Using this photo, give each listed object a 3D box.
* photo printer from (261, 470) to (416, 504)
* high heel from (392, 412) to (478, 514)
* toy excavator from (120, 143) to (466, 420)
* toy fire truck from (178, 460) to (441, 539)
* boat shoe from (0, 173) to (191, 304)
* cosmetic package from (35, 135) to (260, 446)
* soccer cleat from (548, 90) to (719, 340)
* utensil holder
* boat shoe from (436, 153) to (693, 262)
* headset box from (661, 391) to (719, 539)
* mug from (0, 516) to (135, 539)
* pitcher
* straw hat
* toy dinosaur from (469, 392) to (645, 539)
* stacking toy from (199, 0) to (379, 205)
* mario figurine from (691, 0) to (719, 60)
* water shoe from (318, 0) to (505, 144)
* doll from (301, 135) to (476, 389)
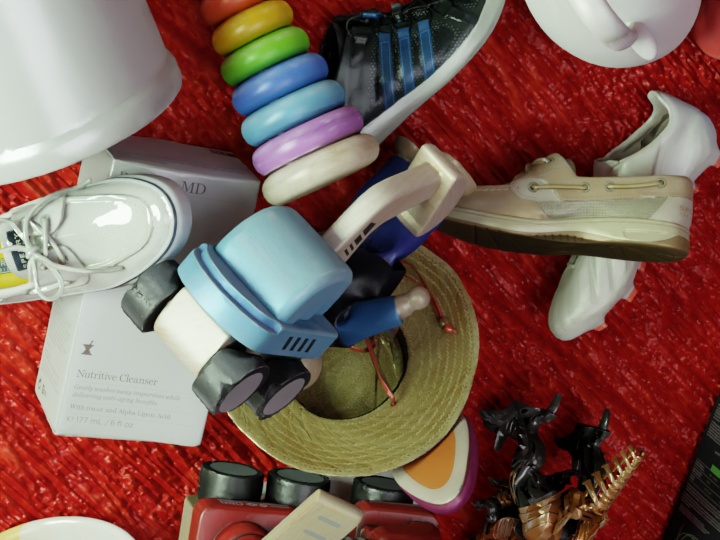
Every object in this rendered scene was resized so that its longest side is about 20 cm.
[{"bbox_3d":[-0.026,0.242,1.746,0.166,0.069,0.201,-14,114,-15],"label":"photo printer"},{"bbox_3d":[0.065,0.147,1.673,0.067,0.200,0.096,-36,112,-1],"label":"high heel"},{"bbox_3d":[-0.030,-0.005,1.528,0.200,0.100,0.194,-46,161,13],"label":"toy excavator"},{"bbox_3d":[-0.021,0.190,1.584,0.175,0.200,0.129,8,99,-16],"label":"toy fire truck"},{"bbox_3d":[-0.209,-0.017,1.513,0.086,0.201,0.075,-12,91,-59],"label":"boat shoe"},{"bbox_3d":[-0.149,0.012,1.607,0.112,0.081,0.201,6,108,-21],"label":"cosmetic package"},{"bbox_3d":[0.190,-0.042,1.728,0.077,0.069,0.200,36,87,-23],"label":"soccer cleat"},{"bbox_3d":[-0.225,-0.180,1.461,0.169,0.170,0.201,-25,113,-10],"label":"utensil holder"},{"bbox_3d":[0.141,-0.049,1.678,0.199,0.072,0.065,5,79,13],"label":"boat shoe"},{"bbox_3d":[0.355,0.185,1.857,0.174,0.093,0.201,14,103,-25],"label":"headset box"},{"bbox_3d":[-0.225,0.277,1.668,0.149,0.186,0.154,-42,134,-38],"label":"mug"},{"bbox_3d":[0.166,-0.196,1.577,0.121,0.172,0.200,-29,150,18],"label":"pitcher"},{"bbox_3d":[-0.010,0.074,1.674,0.200,0.202,0.085,-18,156,-14],"label":"straw hat"},{"bbox_3d":[0.149,0.174,1.746,0.199,0.136,0.102,-19,143,33],"label":"toy dinosaur"},{"bbox_3d":[-0.063,-0.149,1.556,0.085,0.085,0.201,-24,90,-11],"label":"stacking toy"},{"bbox_3d":[0.316,-0.149,1.681,0.106,0.123,0.200,-47,142,-13],"label":"mario figurine"},{"bbox_3d":[0.018,-0.154,1.614,0.200,0.072,0.079,-47,116,0],"label":"water shoe"},{"bbox_3d":[0.000,0.000,1.624,0.200,0.136,0.049,-53,140,-16],"label":"doll"}]
